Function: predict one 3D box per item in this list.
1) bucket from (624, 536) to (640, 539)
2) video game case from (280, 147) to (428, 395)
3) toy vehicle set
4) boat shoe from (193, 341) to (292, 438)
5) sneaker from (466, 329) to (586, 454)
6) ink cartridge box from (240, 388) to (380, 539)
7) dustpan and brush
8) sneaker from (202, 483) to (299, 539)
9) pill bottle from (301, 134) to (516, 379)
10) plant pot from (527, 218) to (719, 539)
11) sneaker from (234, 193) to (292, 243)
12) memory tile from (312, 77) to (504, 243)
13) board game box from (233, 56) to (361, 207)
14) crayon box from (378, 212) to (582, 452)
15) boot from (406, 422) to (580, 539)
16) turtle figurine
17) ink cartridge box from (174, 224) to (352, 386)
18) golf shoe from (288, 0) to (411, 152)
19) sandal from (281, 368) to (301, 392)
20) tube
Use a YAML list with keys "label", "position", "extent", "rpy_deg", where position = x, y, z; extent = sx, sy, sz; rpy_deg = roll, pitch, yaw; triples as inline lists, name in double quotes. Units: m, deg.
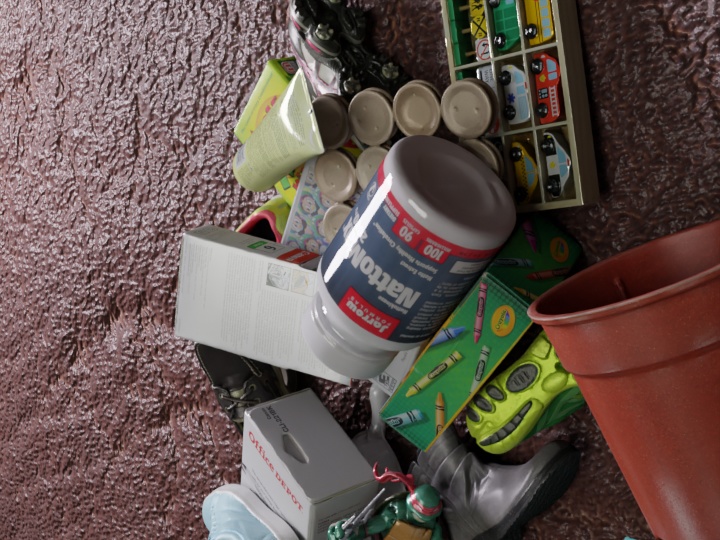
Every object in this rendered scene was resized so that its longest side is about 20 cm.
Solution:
- label: "bucket"
  position: [0.266, 0.290, 0.875]
  extent: [0.206, 0.207, 0.136]
  rpy_deg: [11, 79, 43]
- label: "video game case"
  position: [0.000, 0.000, 1.137]
  extent: [0.182, 0.024, 0.201]
  rpy_deg: [35, 128, 21]
- label: "toy vehicle set"
  position: [0.134, -0.150, 1.003]
  extent: [0.124, 0.026, 0.202]
  rpy_deg: [-6, 92, 47]
- label: "boat shoe"
  position: [-0.116, 0.135, 1.266]
  extent: [0.073, 0.065, 0.200]
  rpy_deg: [-19, 127, 23]
- label: "sneaker"
  position: [0.176, 0.082, 1.009]
  extent: [0.200, 0.083, 0.074]
  rpy_deg: [-38, 78, 26]
- label: "ink cartridge box"
  position: [-0.058, 0.247, 1.231]
  extent: [0.144, 0.083, 0.201]
  rpy_deg: [47, 144, 39]
- label: "dustpan and brush"
  position: [0.010, 0.199, 1.237]
  extent: [0.139, 0.057, 0.201]
  rpy_deg: [26, 126, 52]
- label: "sneaker"
  position: [-0.133, 0.274, 1.204]
  extent: [0.200, 0.081, 0.074]
  rpy_deg: [7, 111, 60]
- label: "pill bottle"
  position: [0.032, -0.003, 0.995]
  extent: [0.120, 0.119, 0.200]
  rpy_deg: [51, 129, 22]
- label: "plant pot"
  position: [0.249, 0.084, 0.860]
  extent: [0.200, 0.200, 0.196]
  rpy_deg: [-17, 97, 47]
- label: "sneaker"
  position: [-0.124, 0.004, 1.242]
  extent: [0.078, 0.090, 0.201]
  rpy_deg: [32, 109, 13]
- label: "memory tile"
  position: [0.040, -0.090, 1.045]
  extent: [0.199, 0.017, 0.154]
  rpy_deg: [0, 107, 37]
- label: "board game box"
  position: [-0.041, -0.110, 1.192]
  extent: [0.200, 0.047, 0.102]
  rpy_deg: [52, 133, 21]
- label: "crayon box"
  position: [0.104, 0.055, 1.033]
  extent: [0.058, 0.119, 0.200]
  rpy_deg: [38, 129, 6]
- label: "boot"
  position: [0.113, 0.189, 1.109]
  extent: [0.132, 0.070, 0.200]
  rpy_deg: [53, 133, 24]
- label: "turtle figurine"
  position: [0.040, 0.268, 1.129]
  extent: [0.149, 0.101, 0.201]
  rpy_deg: [24, 130, 2]
- label: "ink cartridge box"
  position: [-0.083, 0.032, 1.153]
  extent: [0.199, 0.050, 0.110]
  rpy_deg: [15, 108, 21]
- label: "golf shoe"
  position: [-0.007, -0.176, 1.134]
  extent: [0.201, 0.077, 0.088]
  rpy_deg: [63, 155, 15]
- label: "sandal"
  position: [-0.130, 0.060, 1.329]
  extent: [0.081, 0.054, 0.201]
  rpy_deg: [-23, 85, 47]
- label: "tube"
  position: [-0.072, -0.120, 1.100]
  extent: [0.058, 0.052, 0.200]
  rpy_deg: [36, 160, -9]
